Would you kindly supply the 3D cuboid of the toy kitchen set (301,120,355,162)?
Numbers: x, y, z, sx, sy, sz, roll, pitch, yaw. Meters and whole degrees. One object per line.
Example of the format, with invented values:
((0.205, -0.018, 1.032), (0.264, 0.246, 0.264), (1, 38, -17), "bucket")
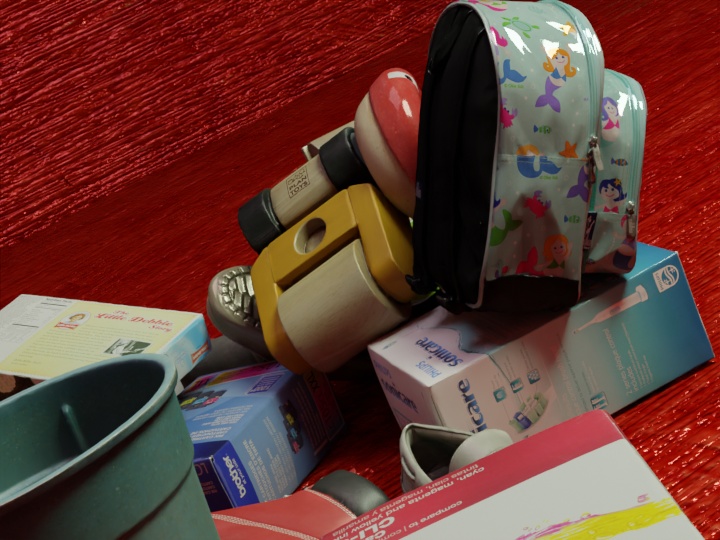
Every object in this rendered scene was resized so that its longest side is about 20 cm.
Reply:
((0.041, -0.096, 1.482), (0.199, 0.164, 0.180), (-29, -3, -24), "toy kitchen set")

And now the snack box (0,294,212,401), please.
((-0.232, 0.069, 1.182), (0.198, 0.037, 0.116), (5, 31, 31), "snack box")

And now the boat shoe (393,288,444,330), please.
((0.105, 0.017, 1.220), (0.198, 0.061, 0.074), (-12, 15, 12), "boat shoe")

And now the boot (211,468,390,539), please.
((-0.075, 0.175, 0.970), (0.199, 0.073, 0.144), (0, 26, 42), "boot")

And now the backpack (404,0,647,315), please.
((0.107, -0.083, 0.996), (0.149, 0.203, 0.177), (-6, 11, -12), "backpack")

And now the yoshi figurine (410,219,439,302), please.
((0.094, -0.025, 1.351), (0.200, 0.112, 0.112), (-40, 9, -32), "yoshi figurine")

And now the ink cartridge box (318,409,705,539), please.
((0.079, 0.172, 0.557), (0.143, 0.147, 0.200), (-24, 13, 0), "ink cartridge box")

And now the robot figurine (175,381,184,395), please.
((-0.226, 0.145, 1.215), (0.149, 0.126, 0.200), (5, 30, 31), "robot figurine")

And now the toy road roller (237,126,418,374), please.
((0.000, 0.000, 1.166), (0.122, 0.146, 0.201), (-35, 42, 20), "toy road roller")

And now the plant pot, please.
((-0.151, 0.179, 0.804), (0.198, 0.198, 0.200), (-23, 13, 6), "plant pot")

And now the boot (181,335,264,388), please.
((-0.158, 0.083, 1.322), (0.181, 0.073, 0.199), (17, -16, -42), "boot")

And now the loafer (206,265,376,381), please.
((-0.053, 0.056, 1.226), (0.068, 0.199, 0.076), (-37, 46, 35), "loafer")

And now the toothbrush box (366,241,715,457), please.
((0.122, 0.057, 1.040), (0.198, 0.086, 0.146), (-26, 15, -12), "toothbrush box")

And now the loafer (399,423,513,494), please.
((0.078, 0.131, 0.867), (0.070, 0.070, 0.199), (-30, 15, -25), "loafer")

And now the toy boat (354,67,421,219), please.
((0.095, -0.095, 1.140), (0.131, 0.199, 0.131), (-51, 21, 21), "toy boat")

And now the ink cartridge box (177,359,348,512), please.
((-0.115, 0.148, 1.123), (0.135, 0.077, 0.200), (-15, 18, 33), "ink cartridge box")
